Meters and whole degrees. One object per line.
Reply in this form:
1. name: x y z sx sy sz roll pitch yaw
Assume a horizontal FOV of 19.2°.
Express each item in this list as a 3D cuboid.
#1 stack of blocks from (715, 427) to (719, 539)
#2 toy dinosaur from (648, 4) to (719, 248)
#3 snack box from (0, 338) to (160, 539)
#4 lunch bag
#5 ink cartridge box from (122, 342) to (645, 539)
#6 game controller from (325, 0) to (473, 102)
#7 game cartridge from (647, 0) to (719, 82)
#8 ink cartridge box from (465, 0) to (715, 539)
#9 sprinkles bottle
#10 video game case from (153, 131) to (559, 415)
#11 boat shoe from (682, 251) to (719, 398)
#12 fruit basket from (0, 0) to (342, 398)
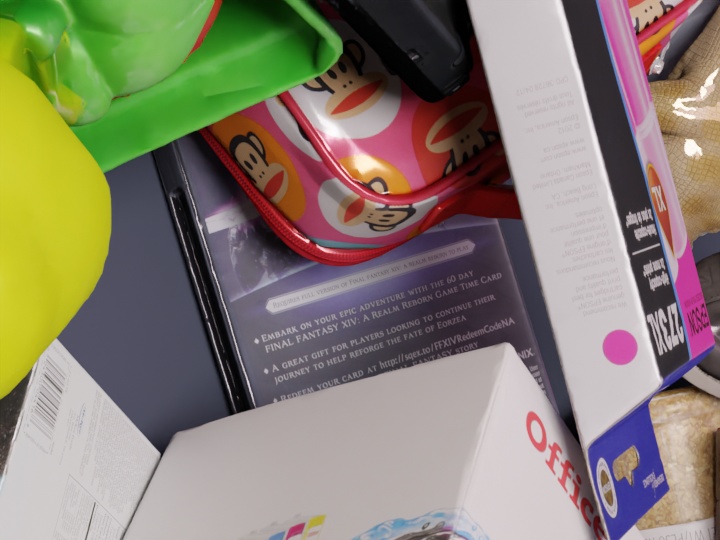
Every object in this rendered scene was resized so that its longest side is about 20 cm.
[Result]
1. stack of blocks: 0.194 0.159 0.792 0.115 0.059 0.200 3 84 -5
2. toy dinosaur: 0.128 -0.063 0.865 0.058 0.101 0.200 -13 120 -64
3. snack box: -0.116 0.127 0.644 0.116 0.037 0.200 63 37 -62
4. lunch bag: 0.029 -0.097 0.770 0.200 0.082 0.176 -34 82 -29
5. ink cartridge box: 0.001 0.152 0.656 0.147 0.144 0.200 55 36 -28
6. game controller: -0.016 -0.120 0.624 0.104 0.042 0.200 60 9 23
7. game cartridge: 0.214 -0.057 0.909 0.200 0.133 0.041 44 53 -26
8. ink cartridge box: 0.078 -0.019 0.687 0.095 0.037 0.200 -16 93 -70
9. sprinkles bottle: 0.138 0.148 0.852 0.068 0.068 0.200 -7 83 -38
10. video game case: 0.000 0.000 0.813 0.143 0.019 0.200 -16 88 -39
11. boat shoe: 0.204 0.034 0.851 0.200 0.057 0.067 16 47 -34
12. fruit basket: -0.113 -0.036 0.597 0.155 0.215 0.216 37 53 -65
